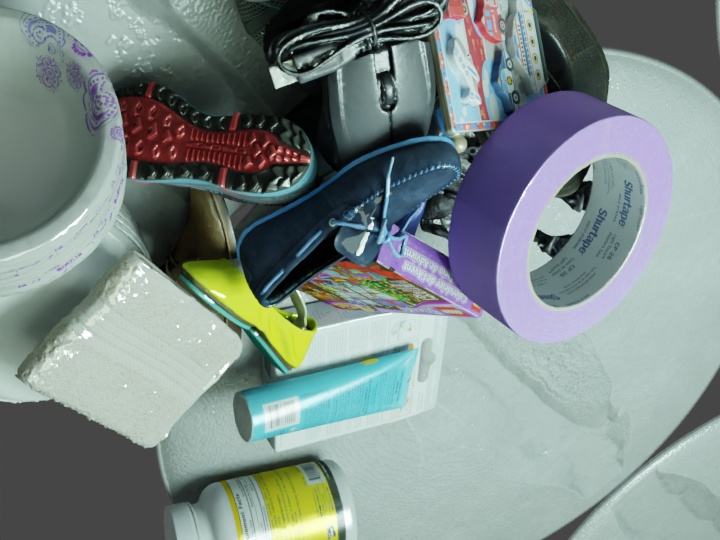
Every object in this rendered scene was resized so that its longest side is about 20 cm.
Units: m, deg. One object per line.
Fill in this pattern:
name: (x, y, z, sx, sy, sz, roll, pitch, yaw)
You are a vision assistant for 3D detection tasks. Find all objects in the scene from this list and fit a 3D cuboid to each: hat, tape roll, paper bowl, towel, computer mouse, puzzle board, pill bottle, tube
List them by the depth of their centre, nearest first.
paper bowl: (-0.268, -0.078, 0.733, 0.198, 0.203, 0.105, -18, 163, -14)
computer mouse: (0.009, -0.119, 0.754, 0.137, 0.053, 0.200, -23, 157, -7)
puzzle board: (0.099, -0.214, 0.812, 0.150, 0.017, 0.203, -13, 94, -48)
towel: (-0.179, 0.073, 0.839, 0.133, 0.034, 0.200, -47, 150, -4)
tape roll: (0.168, -0.043, 0.850, 0.198, 0.065, 0.202, -20, 127, -30)
paper bowl: (-0.270, 0.027, 0.853, 0.198, 0.105, 0.203, -14, 130, -18)
hat: (0.144, -0.161, 0.923, 0.199, 0.080, 0.204, 8, 78, -43)
tube: (-0.030, 0.129, 1.042, 0.198, 0.051, 0.078, -9, 132, -27)
pill bottle: (-0.112, 0.283, 1.129, 0.198, 0.113, 0.114, -8, 128, -21)

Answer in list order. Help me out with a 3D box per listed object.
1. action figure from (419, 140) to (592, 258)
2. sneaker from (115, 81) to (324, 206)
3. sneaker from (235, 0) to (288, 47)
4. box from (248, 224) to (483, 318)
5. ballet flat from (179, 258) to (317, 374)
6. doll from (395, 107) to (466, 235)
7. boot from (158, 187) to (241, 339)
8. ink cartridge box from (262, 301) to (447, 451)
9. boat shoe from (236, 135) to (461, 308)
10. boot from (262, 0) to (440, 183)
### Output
action figure: (0.115, -0.066, 0.979, 0.102, 0.198, 0.120, 5, 101, -72)
sneaker: (-0.125, -0.087, 0.823, 0.096, 0.198, 0.080, 52, 56, -70)
sneaker: (-0.014, -0.239, 0.826, 0.198, 0.078, 0.092, -17, 147, -11)
box: (0.000, 0.000, 0.926, 0.136, 0.199, 0.040, 27, 74, -38)
ballet flat: (-0.090, 0.026, 0.895, 0.067, 0.067, 0.200, -48, 147, -7)
doll: (0.028, -0.118, 0.919, 0.135, 0.049, 0.202, 16, 108, 5)
boot: (-0.150, -0.007, 0.924, 0.074, 0.074, 0.202, -8, 131, -13)
ink cartridge box: (-0.007, 0.101, 1.093, 0.198, 0.047, 0.162, -12, 128, -22)
boat shoe: (-0.003, -0.031, 0.786, 0.199, 0.069, 0.084, -31, 151, 28)
boot: (-0.033, -0.150, 0.816, 0.199, 0.077, 0.168, -27, 154, 21)
